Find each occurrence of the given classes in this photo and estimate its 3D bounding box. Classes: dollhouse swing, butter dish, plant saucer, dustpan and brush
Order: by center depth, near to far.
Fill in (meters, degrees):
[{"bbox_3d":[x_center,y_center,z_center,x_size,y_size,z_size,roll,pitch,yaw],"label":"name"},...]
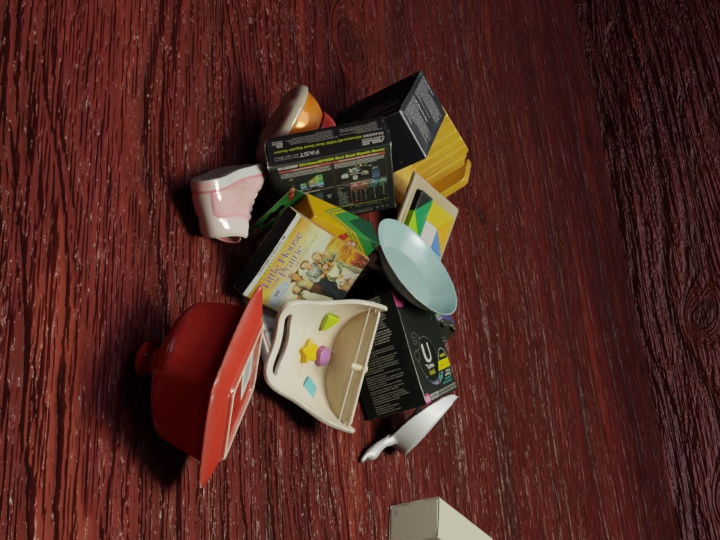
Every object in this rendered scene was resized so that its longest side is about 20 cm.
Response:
[{"bbox_3d":[-0.213,0.129,1.208,0.201,0.145,0.202,-70,175,-49],"label":"butter dish"},{"bbox_3d":[0.073,0.284,1.664,0.057,0.140,0.200,43,49,6],"label":"dustpan and brush"},{"bbox_3d":[0.088,0.002,1.668,0.200,0.039,0.203,39,29,-26],"label":"plant saucer"},{"bbox_3d":[0.138,-0.214,2.005,0.201,0.180,0.177,53,13,-31],"label":"dollhouse swing"}]

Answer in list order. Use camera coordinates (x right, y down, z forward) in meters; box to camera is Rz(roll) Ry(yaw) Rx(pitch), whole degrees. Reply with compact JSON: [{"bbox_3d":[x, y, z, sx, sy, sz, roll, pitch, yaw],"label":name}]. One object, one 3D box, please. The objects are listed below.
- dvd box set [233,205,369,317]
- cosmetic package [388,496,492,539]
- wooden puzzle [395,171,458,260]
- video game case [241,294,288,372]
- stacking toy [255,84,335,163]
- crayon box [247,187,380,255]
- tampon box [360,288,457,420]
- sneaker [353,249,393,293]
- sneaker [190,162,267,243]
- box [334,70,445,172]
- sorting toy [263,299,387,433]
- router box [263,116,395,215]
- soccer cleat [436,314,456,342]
[{"bbox_3d":[-0.086,0.002,1.474,0.029,0.147,0.199,38,4,39],"label":"dvd box set"},{"bbox_3d":[0.142,0.471,1.669,0.200,0.102,0.074,42,40,-41],"label":"cosmetic package"},{"bbox_3d":[0.130,-0.076,1.956,0.199,0.037,0.188,35,71,-50],"label":"wooden puzzle"},{"bbox_3d":[-0.112,0.074,1.534,0.199,0.017,0.146,-15,87,-62],"label":"video game case"},{"bbox_3d":[-0.063,-0.195,1.588,0.198,0.146,0.148,32,42,-17],"label":"stacking toy"},{"bbox_3d":[-0.077,-0.048,1.531,0.198,0.127,0.051,20,38,-47],"label":"crayon box"},{"bbox_3d":[0.065,0.139,1.697,0.149,0.124,0.204,-11,83,-62],"label":"tampon box"},{"bbox_3d":[0.000,0.000,1.729,0.078,0.088,0.200,61,2,26],"label":"sneaker"},{"bbox_3d":[-0.192,-0.101,1.445,0.200,0.074,0.107,-43,126,-68],"label":"sneaker"},{"bbox_3d":[0.040,-0.259,1.807,0.105,0.197,0.183,56,33,-22],"label":"box"},{"bbox_3d":[-0.070,0.126,1.463,0.179,0.106,0.204,22,82,-48],"label":"sorting toy"},{"bbox_3d":[-0.046,-0.152,1.522,0.151,0.196,0.063,83,-5,-54],"label":"router box"},{"bbox_3d":[0.113,0.078,1.908,0.199,0.065,0.084,35,11,-39],"label":"soccer cleat"}]
